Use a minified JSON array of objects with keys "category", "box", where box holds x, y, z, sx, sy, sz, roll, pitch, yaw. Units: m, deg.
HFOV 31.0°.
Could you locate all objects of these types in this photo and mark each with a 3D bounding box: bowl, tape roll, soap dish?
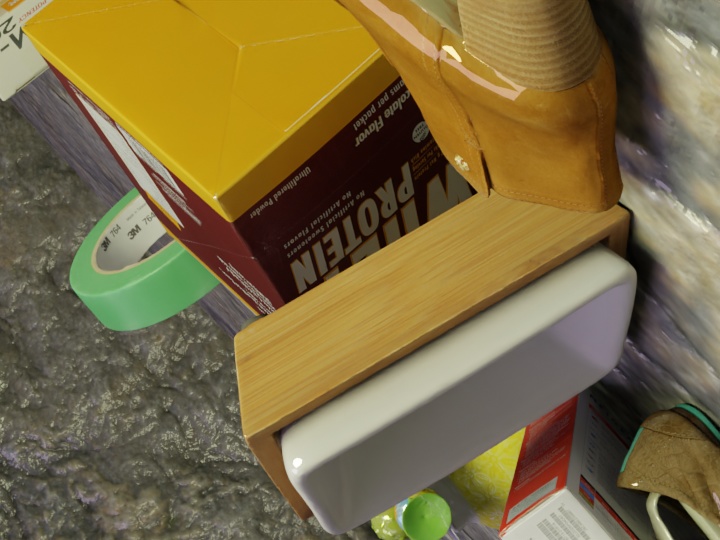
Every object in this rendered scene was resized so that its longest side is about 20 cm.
[{"category":"bowl","box":[0.087,0.141,1.025,0.200,0.108,0.200,46,170,11]},{"category":"tape roll","box":[-0.172,-0.033,1.185,0.048,0.200,0.200,54,168,-28]},{"category":"soap dish","box":[0.036,0.041,0.645,0.081,0.199,0.157,58,174,24]}]

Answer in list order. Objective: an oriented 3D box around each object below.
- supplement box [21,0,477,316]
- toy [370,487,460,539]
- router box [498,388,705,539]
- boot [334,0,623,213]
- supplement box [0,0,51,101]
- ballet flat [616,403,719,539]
[{"category":"supplement box","box":[-0.048,-0.070,0.732,0.197,0.133,0.200,40,167,36]},{"category":"toy","box":[0.018,0.172,0.989,0.115,0.047,0.200,52,168,-10]},{"category":"router box","box":[0.173,0.179,0.763,0.200,0.049,0.180,49,-162,-1]},{"category":"boot","box":[0.017,-0.102,0.523,0.201,0.071,0.144,36,162,32]},{"category":"supplement box","box":[-0.377,-0.264,1.389,0.200,0.126,0.074,31,159,56]},{"category":"ballet flat","box":[0.212,0.164,0.694,0.200,0.072,0.068,47,168,3]}]
